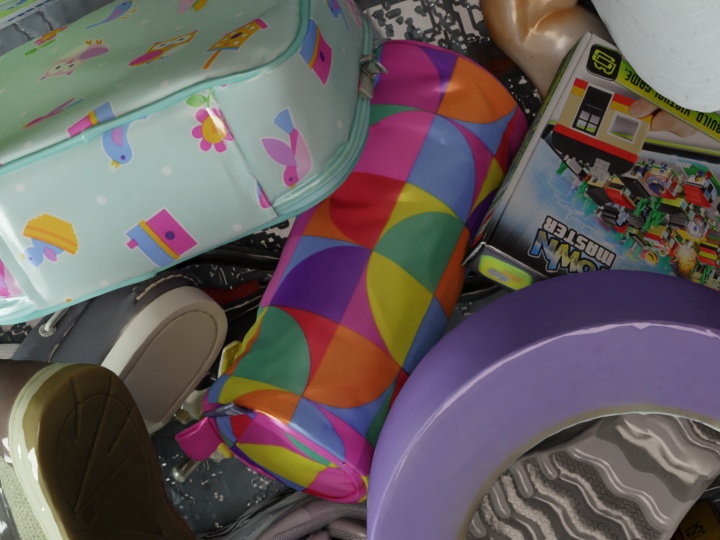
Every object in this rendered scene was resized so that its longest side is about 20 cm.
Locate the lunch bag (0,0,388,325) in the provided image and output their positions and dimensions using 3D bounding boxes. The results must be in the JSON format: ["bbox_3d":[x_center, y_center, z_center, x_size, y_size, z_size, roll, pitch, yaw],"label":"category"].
[{"bbox_3d":[-0.085,-0.066,0.846,0.199,0.161,0.077,-21,117,15],"label":"lunch bag"}]

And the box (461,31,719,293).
[{"bbox_3d":[0.154,-0.003,0.839,0.199,0.035,0.111,29,70,-4],"label":"box"}]

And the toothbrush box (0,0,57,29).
[{"bbox_3d":[-0.192,-0.174,0.830,0.086,0.200,0.146,-25,92,4],"label":"toothbrush box"}]

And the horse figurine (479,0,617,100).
[{"bbox_3d":[0.108,-0.110,0.892,0.132,0.050,0.201,-32,94,0],"label":"horse figurine"}]

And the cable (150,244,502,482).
[{"bbox_3d":[-0.023,0.010,0.926,0.199,0.050,0.098,-28,75,-7],"label":"cable"}]

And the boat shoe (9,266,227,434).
[{"bbox_3d":[-0.142,0.072,0.860,0.200,0.073,0.063,-47,58,3],"label":"boat shoe"}]

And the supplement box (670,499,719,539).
[{"bbox_3d":[0.105,0.212,0.891,0.199,0.103,0.131,-31,93,6],"label":"supplement box"}]

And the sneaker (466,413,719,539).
[{"bbox_3d":[0.108,0.098,0.876,0.200,0.082,0.075,-36,83,-9],"label":"sneaker"}]

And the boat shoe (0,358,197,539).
[{"bbox_3d":[-0.112,0.114,0.815,0.066,0.072,0.202,20,137,35],"label":"boat shoe"}]

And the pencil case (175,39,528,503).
[{"bbox_3d":[0.000,0.000,0.856,0.088,0.088,0.201,27,69,1],"label":"pencil case"}]

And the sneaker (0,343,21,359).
[{"bbox_3d":[-0.161,0.128,0.914,0.104,0.075,0.202,-12,90,10],"label":"sneaker"}]

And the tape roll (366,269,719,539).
[{"bbox_3d":[0.101,0.106,0.774,0.198,0.085,0.202,0,103,1],"label":"tape roll"}]

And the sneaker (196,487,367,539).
[{"bbox_3d":[-0.052,0.151,0.890,0.199,0.115,0.075,-33,92,6],"label":"sneaker"}]

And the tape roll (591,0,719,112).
[{"bbox_3d":[0.143,-0.165,0.769,0.066,0.200,0.202,-14,94,-16],"label":"tape roll"}]
